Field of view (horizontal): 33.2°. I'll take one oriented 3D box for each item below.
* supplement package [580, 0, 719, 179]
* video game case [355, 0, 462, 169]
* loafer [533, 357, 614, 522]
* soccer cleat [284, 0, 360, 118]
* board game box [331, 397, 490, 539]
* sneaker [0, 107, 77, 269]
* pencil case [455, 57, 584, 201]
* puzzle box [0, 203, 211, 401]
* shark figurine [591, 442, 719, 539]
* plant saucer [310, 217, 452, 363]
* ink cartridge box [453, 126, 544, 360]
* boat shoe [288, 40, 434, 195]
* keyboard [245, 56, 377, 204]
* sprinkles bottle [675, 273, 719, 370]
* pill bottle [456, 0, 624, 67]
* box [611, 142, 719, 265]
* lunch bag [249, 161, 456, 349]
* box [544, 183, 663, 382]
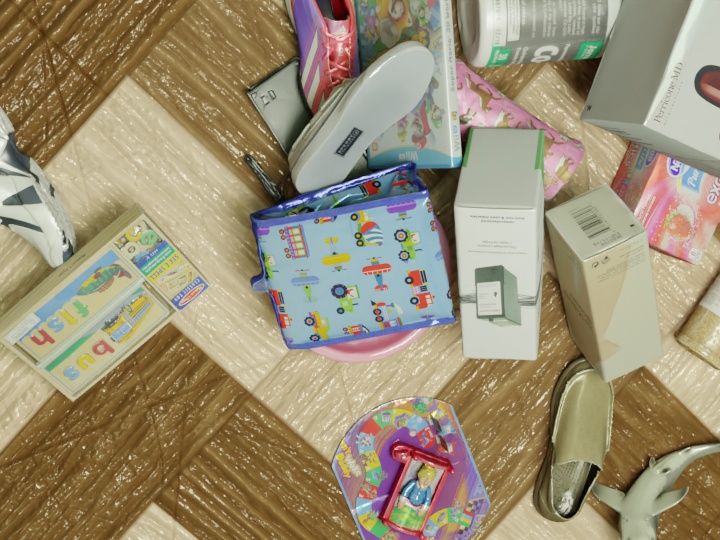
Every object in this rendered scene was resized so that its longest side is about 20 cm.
[{"bbox_3d":[0.365,-0.201,1.210,0.198,0.147,0.193,19,94,-17],"label":"supplement package"},{"bbox_3d":[0.048,-0.208,1.263,0.018,0.143,0.202,-10,99,-36],"label":"video game case"},{"bbox_3d":[0.255,0.202,1.401,0.075,0.067,0.202,8,98,-11],"label":"loafer"},{"bbox_3d":[-0.030,-0.231,1.274,0.068,0.073,0.202,-18,100,-26],"label":"soccer cleat"},{"bbox_3d":[0.062,0.250,1.390,0.157,0.039,0.202,-23,102,-5],"label":"board game box"},{"bbox_3d":[-0.390,-0.068,1.249,0.129,0.080,0.200,-29,108,2],"label":"sneaker"},{"bbox_3d":[0.146,-0.157,1.313,0.199,0.086,0.083,32,60,-12],"label":"pencil case"},{"bbox_3d":[-0.271,0.037,1.279,0.200,0.025,0.133,-41,134,-1],"label":"puzzle box"},{"bbox_3d":[0.367,0.268,1.439,0.214,0.128,0.090,-39,130,-19],"label":"shark figurine"},{"bbox_3d":[0.000,0.000,1.321,0.198,0.051,0.203,-5,109,-15],"label":"plant saucer"},{"bbox_3d":[0.149,-0.027,1.264,0.083,0.147,0.201,2,130,11],"label":"ink cartridge box"},{"bbox_3d":[-0.008,-0.167,1.241,0.200,0.066,0.073,-44,134,17],"label":"boat shoe"},{"bbox_3d":[-0.060,-0.118,1.323,0.127,0.021,0.201,-35,102,-8],"label":"keyboard"},{"bbox_3d":[0.448,0.017,1.402,0.068,0.068,0.201,34,93,-13],"label":"sprinkles bottle"},{"bbox_3d":[0.211,-0.282,1.293,0.198,0.113,0.114,-6,100,-8],"label":"pill bottle"},{"bbox_3d":[0.360,-0.121,1.352,0.102,0.095,0.202,23,95,-12],"label":"box"},{"bbox_3d":[-0.016,-0.005,1.248,0.198,0.094,0.152,-15,115,-2],"label":"lunch bag"},{"bbox_3d":[0.268,0.017,1.317,0.077,0.095,0.201,-25,132,-5],"label":"box"}]
